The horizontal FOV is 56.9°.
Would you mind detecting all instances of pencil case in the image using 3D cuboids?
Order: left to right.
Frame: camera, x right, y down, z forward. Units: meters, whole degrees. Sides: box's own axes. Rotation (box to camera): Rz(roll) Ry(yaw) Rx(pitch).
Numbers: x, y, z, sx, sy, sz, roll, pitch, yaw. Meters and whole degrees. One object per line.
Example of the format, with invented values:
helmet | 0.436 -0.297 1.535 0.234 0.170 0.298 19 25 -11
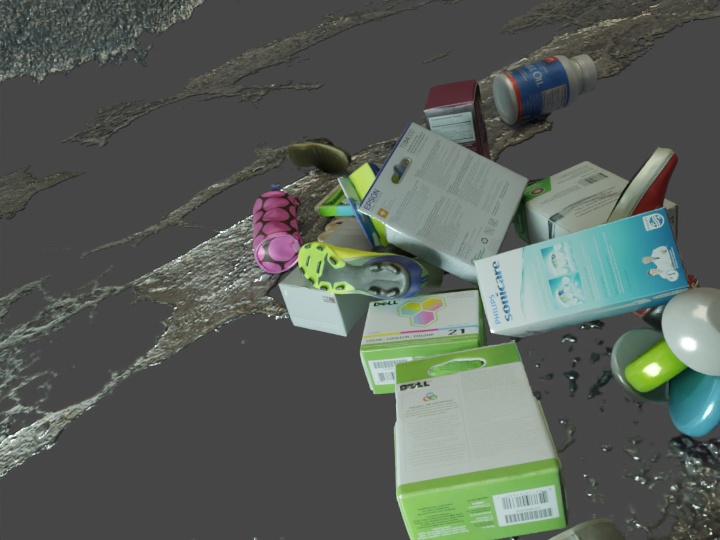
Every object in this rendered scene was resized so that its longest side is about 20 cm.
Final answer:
pencil case | -0.148 -0.076 1.204 0.093 0.091 0.200 -10 33 -3

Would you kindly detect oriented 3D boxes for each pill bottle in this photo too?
pill bottle | 0.397 -0.396 1.430 0.199 0.113 0.112 -19 31 -5

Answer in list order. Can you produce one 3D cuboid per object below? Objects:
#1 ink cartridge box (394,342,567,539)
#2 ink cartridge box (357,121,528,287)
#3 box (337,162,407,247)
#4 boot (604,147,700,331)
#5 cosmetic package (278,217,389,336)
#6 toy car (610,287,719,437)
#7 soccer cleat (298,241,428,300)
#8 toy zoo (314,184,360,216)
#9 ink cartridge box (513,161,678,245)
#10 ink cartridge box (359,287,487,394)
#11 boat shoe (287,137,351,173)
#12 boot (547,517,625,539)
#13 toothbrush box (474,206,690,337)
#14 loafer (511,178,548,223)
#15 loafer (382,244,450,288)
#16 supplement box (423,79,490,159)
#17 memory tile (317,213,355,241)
ink cartridge box | 0.114 0.170 0.685 0.147 0.076 0.200 -12 27 8
ink cartridge box | 0.119 -0.099 0.946 0.199 0.043 0.197 27 58 6
box | 0.063 -0.101 1.014 0.048 0.122 0.200 -34 -15 33
boot | 0.368 -0.036 0.803 0.144 0.201 0.072 28 7 16
cosmetic package | -0.020 0.003 1.018 0.106 0.090 0.200 9 42 35
toy car | 0.365 0.090 0.657 0.199 0.175 0.150 -22 70 -16
soccer cleat | 0.000 0.001 0.901 0.199 0.065 0.084 12 11 37
toy zoo | 0.028 -0.140 1.246 0.199 0.021 0.131 -1 29 25
ink cartridge box | 0.334 -0.070 0.967 0.146 0.083 0.200 -22 31 -9
ink cartridge box | 0.088 0.062 0.878 0.147 0.076 0.200 -7 33 14
boat shoe | -0.086 -0.267 1.488 0.200 0.073 0.065 19 50 44
boot | 0.236 0.273 0.495 0.181 0.073 0.200 -16 24 -4
toothbrush box | 0.245 0.011 0.731 0.199 0.086 0.146 -18 -14 24
loafer | 0.227 -0.106 1.103 0.199 0.073 0.072 -9 10 6
loafer | 0.095 -0.009 0.975 0.199 0.075 0.070 -26 62 -26
supplement box | 0.175 -0.213 1.154 0.085 0.201 0.111 -6 33 18
memory tile | 0.016 -0.095 1.203 0.153 0.017 0.200 -4 28 20
